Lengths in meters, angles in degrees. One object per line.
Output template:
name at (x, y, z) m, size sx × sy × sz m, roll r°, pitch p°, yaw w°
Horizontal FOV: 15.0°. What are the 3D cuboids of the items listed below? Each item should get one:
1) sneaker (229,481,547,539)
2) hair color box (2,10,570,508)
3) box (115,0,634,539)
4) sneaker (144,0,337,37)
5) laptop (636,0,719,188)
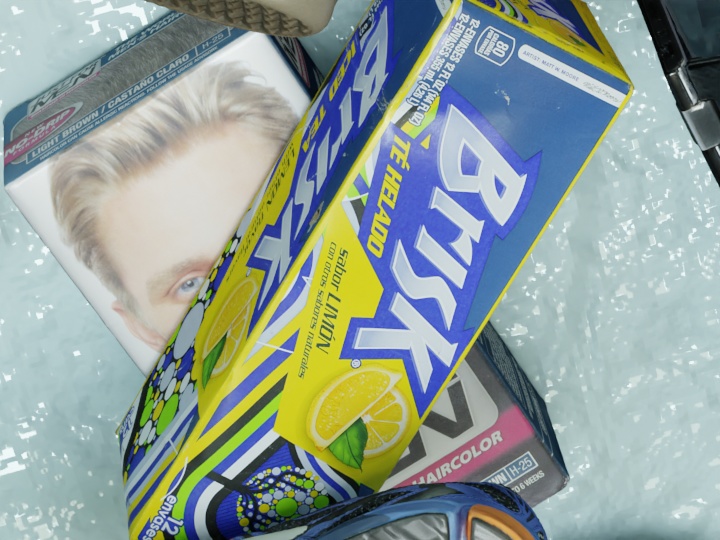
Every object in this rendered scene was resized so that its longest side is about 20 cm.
sneaker at (-0.029, 0.111, 0.803) m, size 0.199 × 0.078 × 0.076 m, roll -15°, pitch 98°, yaw 19°
hair color box at (-0.023, 0.011, 0.907) m, size 0.100 × 0.061 × 0.200 m, roll -31°, pitch 115°, yaw 8°
box at (0.000, 0.000, 0.831) m, size 0.064 × 0.070 × 0.201 m, roll 24°, pitch 111°, yaw -20°
sneaker at (-0.094, -0.133, 0.813) m, size 0.199 × 0.070 × 0.076 m, roll 20°, pitch 81°, yaw -7°
laptop at (0.176, -0.021, 0.833) m, size 0.115 × 0.200 × 0.188 m, roll -25°, pitch 117°, yaw 10°
